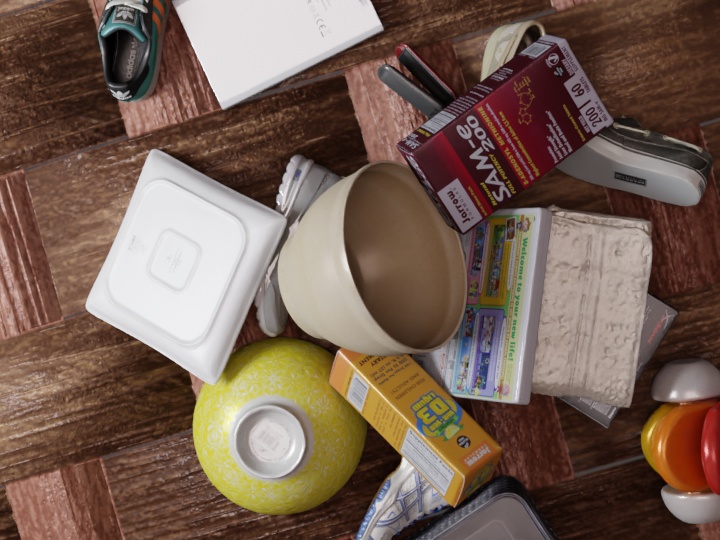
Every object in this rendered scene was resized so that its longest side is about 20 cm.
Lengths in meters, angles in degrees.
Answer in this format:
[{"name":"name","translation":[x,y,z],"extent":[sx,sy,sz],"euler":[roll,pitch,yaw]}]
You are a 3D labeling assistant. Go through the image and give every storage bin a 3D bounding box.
[{"name":"storage bin","translation":[0.123,0.336,1.729],"extent":[0.199,0.094,0.136],"euler":[-35,92,6]}]

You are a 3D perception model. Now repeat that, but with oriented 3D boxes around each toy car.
[{"name":"toy car","translation":[0.403,0.181,1.672],"extent":[0.198,0.150,0.177],"euler":[-8,93,4]}]

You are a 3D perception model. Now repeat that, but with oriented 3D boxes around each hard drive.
[{"name":"hard drive","translation":[-0.091,-0.281,1.732],"extent":[0.199,0.027,0.133],"euler":[-26,92,4]}]

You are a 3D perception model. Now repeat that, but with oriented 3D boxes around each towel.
[{"name":"towel","translation":[0.234,0.037,1.655],"extent":[0.131,0.034,0.202],"euler":[8,95,4]}]

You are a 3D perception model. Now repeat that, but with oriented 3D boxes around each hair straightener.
[{"name":"hair straightener","translation":[0.091,-0.153,1.718],"extent":[0.200,0.041,0.077],"euler":[46,67,-8]}]

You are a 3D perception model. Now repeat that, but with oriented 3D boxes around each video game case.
[{"name":"video game case","translation":[0.125,0.035,1.665],"extent":[0.022,0.181,0.202],"euler":[11,84,-36]}]

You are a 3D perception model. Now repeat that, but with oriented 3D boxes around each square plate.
[{"name":"square plate","translation":[-0.199,-0.007,1.719],"extent":[0.197,0.028,0.201],"euler":[27,97,25]}]

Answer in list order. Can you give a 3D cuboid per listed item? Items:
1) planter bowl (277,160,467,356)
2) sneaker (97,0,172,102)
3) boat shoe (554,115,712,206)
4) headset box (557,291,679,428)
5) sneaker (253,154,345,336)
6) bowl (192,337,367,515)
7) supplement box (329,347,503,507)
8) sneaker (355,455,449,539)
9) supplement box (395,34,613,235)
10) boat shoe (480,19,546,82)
[{"name":"planter bowl","translation":[0.000,0.000,1.637],"extent":[0.134,0.200,0.202],"euler":[-17,94,39]},{"name":"sneaker","translation":[-0.246,-0.285,1.713],"extent":[0.071,0.080,0.202],"euler":[3,94,3]},{"name":"boat shoe","translation":[0.282,-0.130,1.705],"extent":[0.198,0.071,0.064],"euler":[20,62,10]},{"name":"headset box","translation":[0.221,0.053,1.711],"extent":[0.199,0.077,0.150],"euler":[31,95,2]},{"name":"sneaker","translation":[-0.065,-0.022,1.723],"extent":[0.081,0.075,0.202],"euler":[15,95,3]},{"name":"bowl","translation":[-0.094,0.178,1.724],"extent":[0.198,0.108,0.202],"euler":[0,93,4]},{"name":"supplement box","translation":[0.058,0.153,1.671],"extent":[0.066,0.069,0.200],"euler":[-33,68,-32]},{"name":"sneaker","translation":[0.066,0.249,1.735],"extent":[0.088,0.075,0.201],"euler":[31,96,1]},{"name":"supplement box","translation":[0.149,-0.141,1.623],"extent":[0.199,0.061,0.109],"euler":[-37,109,-4]},{"name":"boat shoe","translation":[0.159,-0.171,1.683],"extent":[0.072,0.065,0.202],"euler":[16,82,-24]}]
